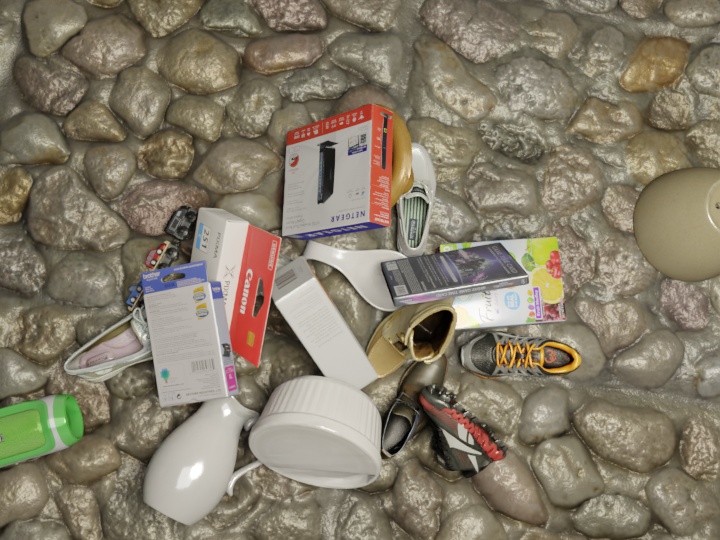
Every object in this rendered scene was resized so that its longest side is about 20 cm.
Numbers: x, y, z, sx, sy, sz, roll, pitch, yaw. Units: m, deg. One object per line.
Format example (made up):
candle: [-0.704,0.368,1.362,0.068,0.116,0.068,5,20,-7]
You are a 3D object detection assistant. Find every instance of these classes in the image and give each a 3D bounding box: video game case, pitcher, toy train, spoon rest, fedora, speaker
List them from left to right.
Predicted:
speaker: [-0.531,0.250,1.037,0.199,0.088,0.089,-16,84,-6]
toy train: [-0.325,-0.016,1.115,0.046,0.034,0.201,25,81,3]
pitcher: [-0.220,0.288,1.049,0.171,0.121,0.201,34,69,-15]
spoon rest: [0.000,0.000,1.124,0.199,0.061,0.100,20,81,-1]
fedora: [0.027,-0.169,1.116,0.082,0.200,0.202,10,79,-44]
video game case: [0.138,0.003,1.049,0.199,0.143,0.019,-9,113,-3]

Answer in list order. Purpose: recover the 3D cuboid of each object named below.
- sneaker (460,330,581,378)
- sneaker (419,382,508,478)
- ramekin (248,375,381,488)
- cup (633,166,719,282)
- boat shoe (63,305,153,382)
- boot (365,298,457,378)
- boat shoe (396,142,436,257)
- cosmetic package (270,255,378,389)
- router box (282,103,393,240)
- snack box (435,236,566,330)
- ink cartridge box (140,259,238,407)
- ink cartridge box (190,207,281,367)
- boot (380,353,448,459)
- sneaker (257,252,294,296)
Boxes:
sneaker: [0.263,0.137,1.118,0.199,0.077,0.079,0,84,-3]
sneaker: [0.143,0.256,1.066,0.098,0.071,0.200,-43,120,2]
ramekin: [-0.059,0.239,1.024,0.201,0.203,0.094,17,50,-2]
cup: [0.582,-0.089,1.139,0.199,0.143,0.201,1,82,-5]
boat shoe: [-0.359,0.108,1.063,0.201,0.065,0.075,-27,74,4]
boot: [0.074,0.109,1.047,0.073,0.156,0.200,41,104,-8]
boat shoe: [0.095,-0.122,1.144,0.073,0.067,0.201,-1,82,-5]
cosmetic package: [-0.058,0.088,1.043,0.071,0.101,0.200,-32,116,-3]
router box: [-0.038,-0.148,1.082,0.049,0.199,0.180,10,78,-45]
snack box: [0.232,0.023,1.142,0.199,0.053,0.143,-4,81,-3]
ink cartridge box: [-0.251,0.092,1.007,0.119,0.042,0.201,-11,89,20]
ink cartridge box: [-0.200,0.022,1.029,0.045,0.176,0.201,1,105,-41]
boot: [0.086,0.213,1.082,0.075,0.097,0.200,32,81,0]
sneaker: [-0.146,0.014,1.113,0.200,0.078,0.099,39,99,1]
